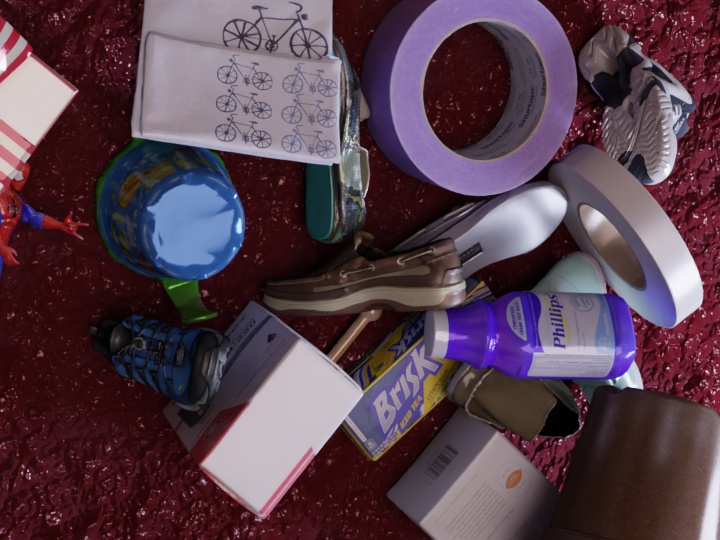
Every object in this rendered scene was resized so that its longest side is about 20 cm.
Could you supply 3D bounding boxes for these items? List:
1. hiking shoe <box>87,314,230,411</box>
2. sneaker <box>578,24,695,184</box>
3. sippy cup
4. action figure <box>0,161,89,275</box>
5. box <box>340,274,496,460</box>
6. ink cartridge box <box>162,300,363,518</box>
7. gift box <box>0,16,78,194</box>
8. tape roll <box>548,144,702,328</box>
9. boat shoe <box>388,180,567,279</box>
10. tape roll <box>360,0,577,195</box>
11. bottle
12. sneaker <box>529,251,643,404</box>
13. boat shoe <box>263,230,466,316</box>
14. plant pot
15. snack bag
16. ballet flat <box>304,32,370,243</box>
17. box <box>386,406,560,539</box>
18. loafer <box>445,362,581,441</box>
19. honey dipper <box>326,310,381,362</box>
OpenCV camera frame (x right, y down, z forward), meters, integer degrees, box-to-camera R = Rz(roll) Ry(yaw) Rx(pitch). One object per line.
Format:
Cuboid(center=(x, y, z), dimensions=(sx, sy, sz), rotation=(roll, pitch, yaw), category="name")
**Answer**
Cuboid(center=(-0.182, 0.080, 1.309), dimensions=(0.086, 0.199, 0.075), rotation=(17, 81, -25), category="hiking shoe")
Cuboid(center=(0.297, -0.147, 1.464), dimensions=(0.129, 0.200, 0.080), rotation=(25, 120, -34), category="sneaker")
Cuboid(center=(-0.165, -0.050, 1.328), dimensions=(0.140, 0.130, 0.178), rotation=(-48, 112, -6), category="sippy cup")
Cuboid(center=(-0.315, 0.002, 1.302), dimensions=(0.065, 0.098, 0.203), rotation=(11, 97, -63), category="action figure")
Cuboid(center=(0.057, 0.094, 1.476), dimensions=(0.200, 0.064, 0.070), rotation=(-42, 111, -7), category="box")
Cuboid(center=(-0.095, 0.121, 1.350), dimensions=(0.085, 0.200, 0.146), rotation=(41, 85, -17), category="ink cartridge box")
Cuboid(center=(-0.366, -0.142, 1.204), dimensions=(0.199, 0.187, 0.186), rotation=(33, 88, -24), category="gift box")
Cuboid(center=(0.261, -0.033, 1.452), dimensions=(0.037, 0.203, 0.204), rotation=(-36, 111, -7), category="tape roll")
Cuboid(center=(0.112, -0.037, 1.469), dimensions=(0.199, 0.066, 0.072), rotation=(-33, 128, -5), category="boat shoe")
Cuboid(center=(0.105, -0.178, 1.428), dimensions=(0.197, 0.085, 0.203), rotation=(-4, 102, -20), category="tape roll")
Cuboid(center=(0.161, 0.061, 1.402), dimensions=(0.197, 0.084, 0.066), rotation=(2, 144, -10), category="bottle")
Cuboid(center=(0.220, 0.095, 1.510), dimensions=(0.118, 0.073, 0.203), rotation=(-29, 103, -44), category="sneaker")
Cuboid(center=(0.002, -0.001, 1.400), dimensions=(0.199, 0.075, 0.076), rotation=(-4, 99, 15), category="boat shoe")
Cuboid(center=(0.277, 0.227, 1.428), dimensions=(0.198, 0.200, 0.201), rotation=(20, 78, -23), category="plant pot")
Cuboid(center=(-0.106, -0.195, 1.314), dimensions=(0.186, 0.021, 0.203), rotation=(7, 66, -15), category="snack bag")
Cuboid(center=(-0.021, -0.129, 1.409), dimensions=(0.073, 0.074, 0.203), rotation=(-3, 103, -20), category="ballet flat")
Cuboid(center=(0.145, 0.260, 1.524), dimensions=(0.125, 0.097, 0.200), rotation=(-48, 112, -6), category="box")
Cuboid(center=(0.163, 0.128, 1.478), dimensions=(0.199, 0.070, 0.076), rotation=(15, 112, -48), category="loafer")
Cuboid(center=(-0.046, 0.108, 1.459), dimensions=(0.038, 0.038, 0.201), rotation=(43, 80, -22), category="honey dipper")
